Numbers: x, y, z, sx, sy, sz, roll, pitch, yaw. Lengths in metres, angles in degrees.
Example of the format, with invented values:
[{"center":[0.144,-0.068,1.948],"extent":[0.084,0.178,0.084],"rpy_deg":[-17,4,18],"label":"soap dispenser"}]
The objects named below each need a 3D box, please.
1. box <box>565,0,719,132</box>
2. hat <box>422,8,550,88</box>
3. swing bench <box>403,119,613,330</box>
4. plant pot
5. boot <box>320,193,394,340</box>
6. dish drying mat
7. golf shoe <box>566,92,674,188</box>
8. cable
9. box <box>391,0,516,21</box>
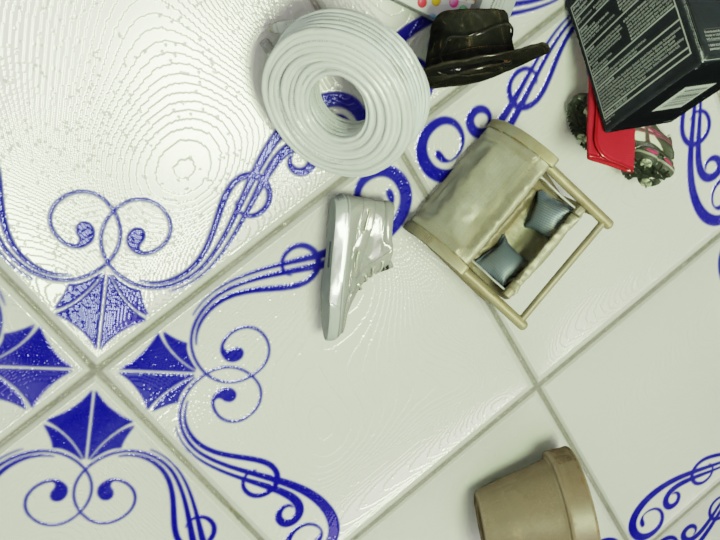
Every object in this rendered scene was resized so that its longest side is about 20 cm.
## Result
[{"center":[0.383,-0.313,0.933],"extent":[0.122,0.200,0.201],"rpy_deg":[-11,81,-18],"label":"box"},{"center":[0.126,-0.277,0.899],"extent":[0.198,0.200,0.082],"rpy_deg":[-16,97,-15],"label":"hat"},{"center":[0.203,-0.066,1.029],"extent":[0.199,0.130,0.200],"rpy_deg":[39,92,-27],"label":"swing bench"},{"center":[0.280,0.404,1.206],"extent":[0.172,0.201,0.203],"rpy_deg":[-9,113,1],"label":"plant pot"},{"center":[0.000,0.000,1.002],"extent":[0.094,0.074,0.203],"rpy_deg":[2,106,-15],"label":"boot"},{"center":[0.352,-0.239,1.026],"extent":[0.076,0.018,0.203],"rpy_deg":[14,71,-17],"label":"dish drying mat"},{"center":[0.386,-0.208,1.094],"extent":[0.199,0.077,0.089],"rpy_deg":[33,63,-19],"label":"golf shoe"},{"center":[-0.020,-0.206,0.868],"extent":[0.201,0.198,0.070],"rpy_deg":[63,38,-29],"label":"cable"},{"center":[0.117,-0.395,0.930],"extent":[0.198,0.041,0.158],"rpy_deg":[17,102,-24],"label":"box"}]
